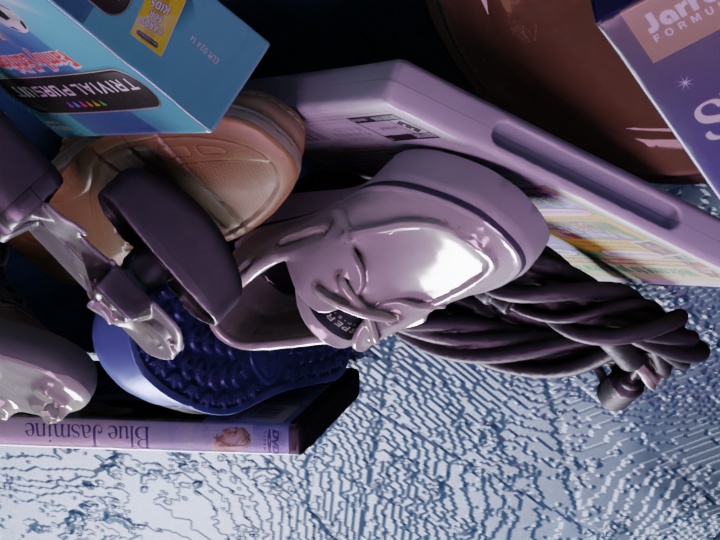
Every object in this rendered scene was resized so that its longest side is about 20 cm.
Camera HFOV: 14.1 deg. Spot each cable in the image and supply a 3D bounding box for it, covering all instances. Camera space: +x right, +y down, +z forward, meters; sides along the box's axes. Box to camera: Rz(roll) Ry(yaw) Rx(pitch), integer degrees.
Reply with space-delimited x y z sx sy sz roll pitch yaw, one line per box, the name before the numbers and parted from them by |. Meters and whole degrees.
cable | 0.054 0.012 1.300 0.199 0.051 0.163 25 171 -13

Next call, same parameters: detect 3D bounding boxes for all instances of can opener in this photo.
can opener | -0.133 -0.046 1.199 0.200 0.067 0.053 47 162 -4

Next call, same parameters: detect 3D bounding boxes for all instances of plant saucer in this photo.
plant saucer | 0.112 -0.119 1.125 0.199 0.029 0.201 10 121 16

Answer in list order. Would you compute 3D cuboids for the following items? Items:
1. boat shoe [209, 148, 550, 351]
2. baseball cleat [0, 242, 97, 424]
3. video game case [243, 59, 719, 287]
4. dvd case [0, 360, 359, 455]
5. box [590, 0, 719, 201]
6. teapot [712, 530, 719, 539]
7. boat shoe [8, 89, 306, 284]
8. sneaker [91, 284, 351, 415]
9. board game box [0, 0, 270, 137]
boat shoe | 0.000 0.000 1.202 0.072 0.066 0.200 45 153 -26
baseball cleat | -0.180 0.012 1.339 0.199 0.107 0.070 7 153 45
video game case | 0.054 -0.039 1.226 0.181 0.022 0.200 25 172 -19
dvd case | -0.110 0.064 1.401 0.199 0.143 0.018 1 98 11
box | 0.168 -0.082 1.079 0.121 0.032 0.200 -27 126 18
teapot | 0.243 0.179 1.455 0.200 0.146 0.198 38 107 -9
boat shoe | -0.087 -0.052 1.263 0.074 0.069 0.200 43 147 -23
sneaker | -0.079 0.031 1.328 0.078 0.071 0.200 -3 176 26
board game box | -0.152 -0.129 1.144 0.200 0.047 0.151 39 164 -24
